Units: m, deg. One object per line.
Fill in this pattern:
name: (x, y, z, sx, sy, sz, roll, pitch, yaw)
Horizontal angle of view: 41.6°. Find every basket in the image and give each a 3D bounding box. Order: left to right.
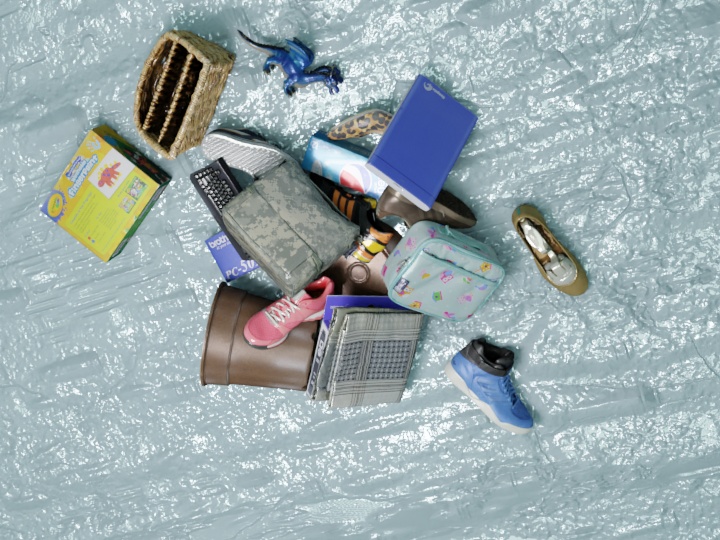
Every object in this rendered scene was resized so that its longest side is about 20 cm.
basket: (-0.335, -0.321, 1.687, 0.142, 0.149, 0.201, 28, 111, 2)

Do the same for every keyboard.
keyboard: (-0.212, -0.114, 1.726, 0.127, 0.021, 0.201, -25, 112, 18)

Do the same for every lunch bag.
lunch bag: (-0.116, -0.075, 1.631, 0.168, 0.139, 0.200, -42, 82, -11)
lunch bag: (0.146, 0.002, 1.675, 0.199, 0.077, 0.161, 19, 125, -29)

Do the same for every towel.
towel: (0.016, 0.159, 1.718, 0.199, 0.035, 0.194, 3, 111, -31)

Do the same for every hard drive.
hard drive: (0.106, -0.219, 1.610, 0.132, 0.025, 0.201, 34, 67, -13)

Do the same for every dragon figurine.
dragon figurine: (-0.119, -0.375, 1.672, 0.099, 0.059, 0.200, -41, 96, 20)

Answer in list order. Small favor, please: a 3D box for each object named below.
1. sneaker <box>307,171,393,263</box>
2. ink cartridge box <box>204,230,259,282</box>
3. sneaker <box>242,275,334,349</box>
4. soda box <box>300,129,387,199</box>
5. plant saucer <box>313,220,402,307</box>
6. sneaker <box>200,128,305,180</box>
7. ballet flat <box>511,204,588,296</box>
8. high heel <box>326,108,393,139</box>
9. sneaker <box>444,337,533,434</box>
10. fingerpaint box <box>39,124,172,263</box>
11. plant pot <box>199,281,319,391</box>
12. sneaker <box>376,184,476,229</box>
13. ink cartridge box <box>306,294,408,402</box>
sneaker: (-0.014, -0.115, 1.706, 0.090, 0.070, 0.201, -40, 75, 23)
ink cartridge box: (-0.187, -0.061, 1.791, 0.199, 0.044, 0.094, -25, 99, 18)
sneaker: (-0.127, 0.065, 1.686, 0.074, 0.200, 0.087, 47, 146, 19)
soda box: (-0.001, -0.182, 1.702, 0.199, 0.068, 0.064, 22, 110, 4)
plant saucer: (0.000, 0.000, 1.776, 0.199, 0.037, 0.202, 3, 107, 11)
sneaker: (-0.187, -0.208, 1.730, 0.199, 0.079, 0.079, 25, 113, -5)
ballet flat: (0.332, -0.026, 1.683, 0.069, 0.063, 0.200, -38, 97, 20)
high heel: (0.049, -0.218, 1.676, 0.199, 0.071, 0.143, -16, 97, 7)
sneaker: (0.264, 0.210, 1.762, 0.200, 0.077, 0.111, 41, 120, 4)
fingerpaint box: (-0.486, -0.147, 1.812, 0.167, 0.073, 0.200, 38, 110, -2)
plant pot: (-0.183, 0.136, 1.781, 0.197, 0.200, 0.202, 10, 109, 1)
sneaker: (0.113, -0.104, 1.670, 0.199, 0.071, 0.076, 18, 125, -33)
ink cartridge box: (0.009, 0.144, 1.756, 0.197, 0.043, 0.201, 1, 112, -31)
